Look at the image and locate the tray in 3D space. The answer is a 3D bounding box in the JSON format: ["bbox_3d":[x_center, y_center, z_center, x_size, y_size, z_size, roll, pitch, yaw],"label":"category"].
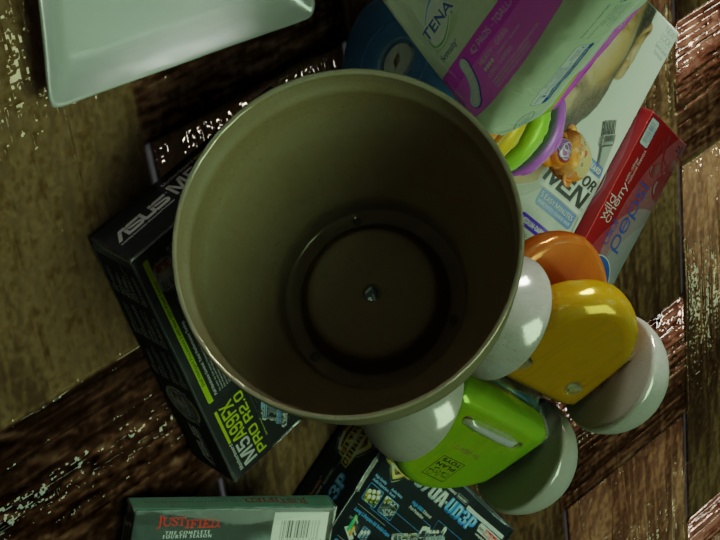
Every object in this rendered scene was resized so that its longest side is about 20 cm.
[{"bbox_3d":[-0.106,-0.172,1.071,0.199,0.022,0.108,-25,125,-37],"label":"tray"}]

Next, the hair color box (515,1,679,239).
[{"bbox_3d":[0.136,-0.113,1.328,0.109,0.065,0.201,32,83,-48],"label":"hair color box"}]

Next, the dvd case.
[{"bbox_3d":[-0.099,0.245,1.249,0.145,0.022,0.202,2,110,-24],"label":"dvd case"}]

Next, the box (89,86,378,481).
[{"bbox_3d":[-0.068,0.010,1.186,0.160,0.044,0.201,-42,134,-23],"label":"box"}]

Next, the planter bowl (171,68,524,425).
[{"bbox_3d":[0.000,0.000,1.096,0.201,0.199,0.135,-57,166,-9],"label":"planter bowl"}]

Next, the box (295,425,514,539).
[{"bbox_3d":[0.016,0.210,1.373,0.160,0.046,0.200,-56,139,-10],"label":"box"}]

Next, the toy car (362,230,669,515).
[{"bbox_3d":[0.093,0.056,1.265,0.174,0.151,0.200,27,118,-36],"label":"toy car"}]

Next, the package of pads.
[{"bbox_3d":[0.067,-0.193,1.051,0.068,0.201,0.155,-27,166,-35],"label":"package of pads"}]

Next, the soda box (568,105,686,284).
[{"bbox_3d":[0.158,-0.029,1.386,0.063,0.070,0.201,34,83,-50],"label":"soda box"}]

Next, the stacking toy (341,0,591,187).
[{"bbox_3d":[0.089,-0.099,1.211,0.199,0.109,0.117,24,66,-42],"label":"stacking toy"}]
